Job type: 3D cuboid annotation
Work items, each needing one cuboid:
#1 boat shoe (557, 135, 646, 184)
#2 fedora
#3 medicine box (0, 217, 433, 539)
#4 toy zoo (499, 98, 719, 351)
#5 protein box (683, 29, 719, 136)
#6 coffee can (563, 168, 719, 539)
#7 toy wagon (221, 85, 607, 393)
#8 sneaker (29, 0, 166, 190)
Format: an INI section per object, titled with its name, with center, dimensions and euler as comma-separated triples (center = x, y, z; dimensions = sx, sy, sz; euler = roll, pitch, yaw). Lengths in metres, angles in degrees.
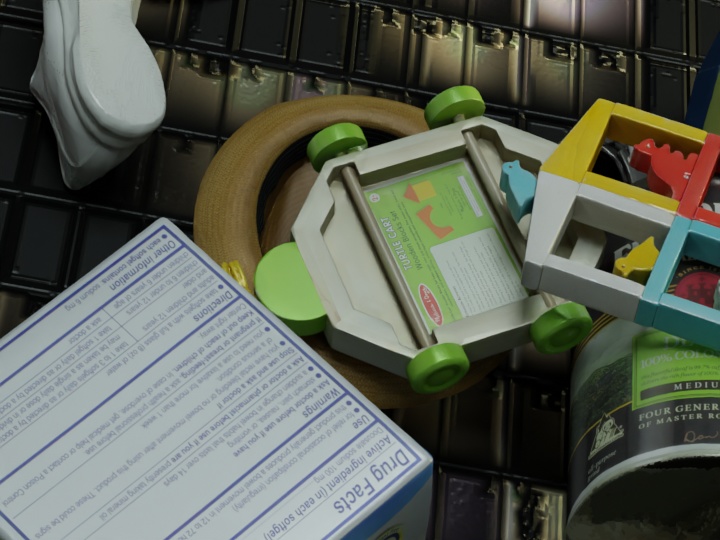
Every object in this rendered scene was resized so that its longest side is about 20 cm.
[boat shoe]
center = 0.125, -0.043, 1.662
dimensions = 0.067, 0.057, 0.200
euler = 36, 49, 19
[fedora]
center = 0.000, 0.000, 1.567
dimensions = 0.199, 0.082, 0.202
euler = 4, 57, -6
[medicine box]
center = -0.097, 0.109, 1.411
dimensions = 0.182, 0.103, 0.200
euler = -38, 65, -25
[toy zoo]
center = 0.166, -0.020, 1.475
dimensions = 0.199, 0.021, 0.131
euler = 19, 48, 10
[protein box]
center = 0.290, -0.058, 1.652
dimensions = 0.199, 0.135, 0.199
euler = 22, 46, -2
[coffee can]
center = 0.180, 0.068, 1.510
dimensions = 0.145, 0.147, 0.201
euler = 10, 46, -5
[toy wagon]
center = 0.023, -0.009, 1.499
dimensions = 0.199, 0.040, 0.156
euler = -18, 61, -13
[sneaker]
center = -0.162, -0.138, 1.658
dimensions = 0.075, 0.089, 0.201
euler = 14, 50, -26
